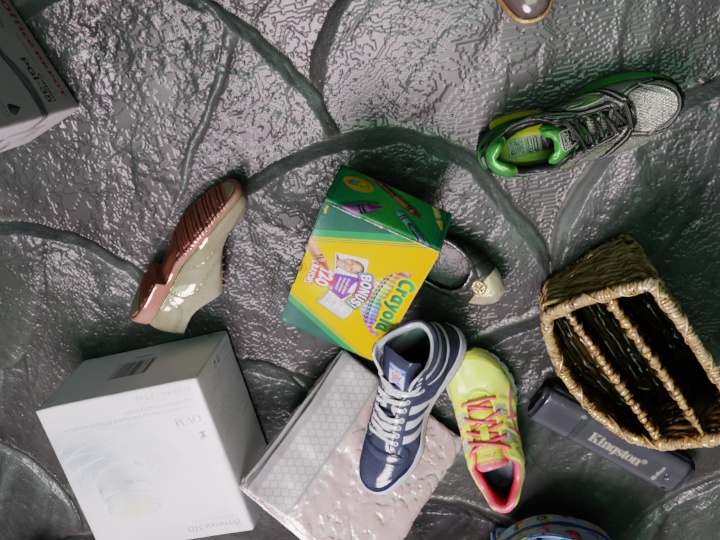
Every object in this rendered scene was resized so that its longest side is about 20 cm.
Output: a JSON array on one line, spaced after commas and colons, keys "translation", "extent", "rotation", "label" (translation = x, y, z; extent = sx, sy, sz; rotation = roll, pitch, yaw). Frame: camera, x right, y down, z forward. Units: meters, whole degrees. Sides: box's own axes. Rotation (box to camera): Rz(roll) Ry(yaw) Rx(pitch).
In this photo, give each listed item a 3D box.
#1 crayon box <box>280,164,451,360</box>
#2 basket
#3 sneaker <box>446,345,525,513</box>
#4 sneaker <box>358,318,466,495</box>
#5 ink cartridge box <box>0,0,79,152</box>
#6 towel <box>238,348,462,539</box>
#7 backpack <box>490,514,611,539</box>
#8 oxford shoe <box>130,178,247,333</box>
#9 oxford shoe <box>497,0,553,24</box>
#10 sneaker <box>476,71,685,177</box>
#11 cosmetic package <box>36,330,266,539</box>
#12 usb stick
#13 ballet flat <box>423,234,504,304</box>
[{"translation": [0.000, 0.000, 0.780], "extent": [0.118, 0.058, 0.200], "rotation": [23, 138, -1], "label": "crayon box"}, {"translation": [0.271, 0.091, 0.771], "extent": [0.142, 0.149, 0.200], "rotation": [-33, 104, 18], "label": "basket"}, {"translation": [0.145, 0.180, 0.852], "extent": [0.078, 0.090, 0.201], "rotation": [-17, 106, 15], "label": "sneaker"}, {"translation": [0.037, 0.139, 0.794], "extent": [0.070, 0.108, 0.201], "rotation": [26, 89, 27], "label": "sneaker"}, {"translation": [-0.379, -0.188, 0.729], "extent": [0.082, 0.200, 0.147], "rotation": [-28, 105, 13], "label": "ink cartridge box"}, {"translation": [-0.005, 0.221, 0.862], "extent": [0.191, 0.032, 0.200], "rotation": [39, 75, -8], "label": "towel"}, {"translation": [0.221, 0.367, 0.887], "extent": [0.181, 0.135, 0.201], "rotation": [13, 112, 3], "label": "backpack"}, {"translation": [-0.177, -0.013, 0.848], "extent": [0.074, 0.071, 0.200], "rotation": [28, 113, -31], "label": "oxford shoe"}, {"translation": [0.129, -0.318, 0.678], "extent": [0.071, 0.073, 0.201], "rotation": [-17, 108, 13], "label": "oxford shoe"}, {"translation": [0.211, -0.129, 0.731], "extent": [0.199, 0.085, 0.078], "rotation": [-19, 107, 13], "label": "sneaker"}, {"translation": [-0.231, 0.203, 0.896], "extent": [0.198, 0.123, 0.201], "rotation": [-13, 109, 12], "label": "cosmetic package"}, {"translation": [0.284, 0.190, 0.868], "extent": [0.199, 0.033, 0.056], "rotation": [28, 113, -4], "label": "usb stick"}, {"translation": [0.064, -0.017, 0.807], "extent": [0.199, 0.057, 0.067], "rotation": [30, 110, -4], "label": "ballet flat"}]
